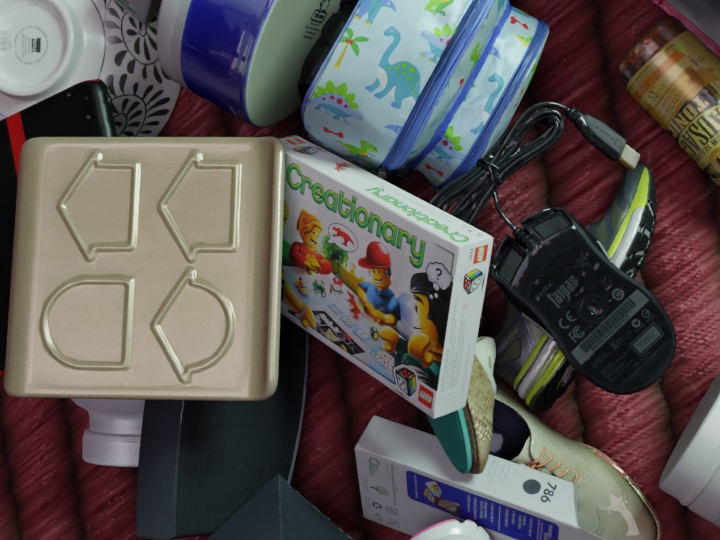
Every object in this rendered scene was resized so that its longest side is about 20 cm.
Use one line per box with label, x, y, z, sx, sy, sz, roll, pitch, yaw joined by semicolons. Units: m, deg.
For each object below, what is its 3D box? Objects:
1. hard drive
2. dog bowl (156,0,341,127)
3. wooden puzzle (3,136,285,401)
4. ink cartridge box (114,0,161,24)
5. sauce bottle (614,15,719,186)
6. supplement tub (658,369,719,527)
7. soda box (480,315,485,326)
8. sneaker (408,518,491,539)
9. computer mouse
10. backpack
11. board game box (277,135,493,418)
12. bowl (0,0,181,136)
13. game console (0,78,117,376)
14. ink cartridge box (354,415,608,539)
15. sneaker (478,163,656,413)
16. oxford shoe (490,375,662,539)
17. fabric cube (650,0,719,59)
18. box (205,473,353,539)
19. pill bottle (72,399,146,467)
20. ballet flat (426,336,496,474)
hard drive;-0.101;0.109;0.908;0.042;0.135;0.200;11;94;48
dog bowl;-0.060;-0.210;0.870;0.079;0.200;0.200;32;96;10
wooden puzzle;-0.150;-0.001;0.829;0.200;0.046;0.186;0;80;9
ink cartridge box;-0.122;-0.284;0.871;0.050;0.200;0.161;36;76;-7
sauce bottle;0.273;-0.096;0.850;0.066;0.066;0.200;-44;77;9
supplement tub;0.323;0.146;0.797;0.200;0.132;0.132;31;96;14
soda box;0.000;0.000;0.919;0.200;0.064;0.068;41;97;13
sneaker;0.099;0.277;0.846;0.081;0.088;0.200;-34;112;19
computer mouse;0.152;-0.020;0.806;0.200;0.046;0.140;40;93;-5
backpack;0.047;-0.149;0.840;0.147;0.200;0.183;29;95;2
board game box;0.001;-0.001;0.807;0.200;0.035;0.126;31;125;41
bowl;-0.256;-0.182;0.976;0.200;0.094;0.201;-1;88;14
game console;-0.246;-0.028;0.905;0.177;0.031;0.200;-18;79;23
ink cartridge box;0.094;0.178;0.865;0.200;0.100;0.039;18;50;20
sneaker;0.154;0.003;0.876;0.081;0.074;0.200;32;90;21
oxford shoe;0.135;0.151;0.874;0.200;0.074;0.071;35;96;13
fabric cube;0.268;-0.277;0.789;0.200;0.196;0.199;44;99;12
box;-0.066;0.293;0.873;0.182;0.104;0.200;43;100;-15
pill bottle;-0.179;0.052;0.939;0.112;0.112;0.200;2;88;15
ballet flat;0.060;0.045;0.837;0.065;0.071;0.200;-21;82;-25
